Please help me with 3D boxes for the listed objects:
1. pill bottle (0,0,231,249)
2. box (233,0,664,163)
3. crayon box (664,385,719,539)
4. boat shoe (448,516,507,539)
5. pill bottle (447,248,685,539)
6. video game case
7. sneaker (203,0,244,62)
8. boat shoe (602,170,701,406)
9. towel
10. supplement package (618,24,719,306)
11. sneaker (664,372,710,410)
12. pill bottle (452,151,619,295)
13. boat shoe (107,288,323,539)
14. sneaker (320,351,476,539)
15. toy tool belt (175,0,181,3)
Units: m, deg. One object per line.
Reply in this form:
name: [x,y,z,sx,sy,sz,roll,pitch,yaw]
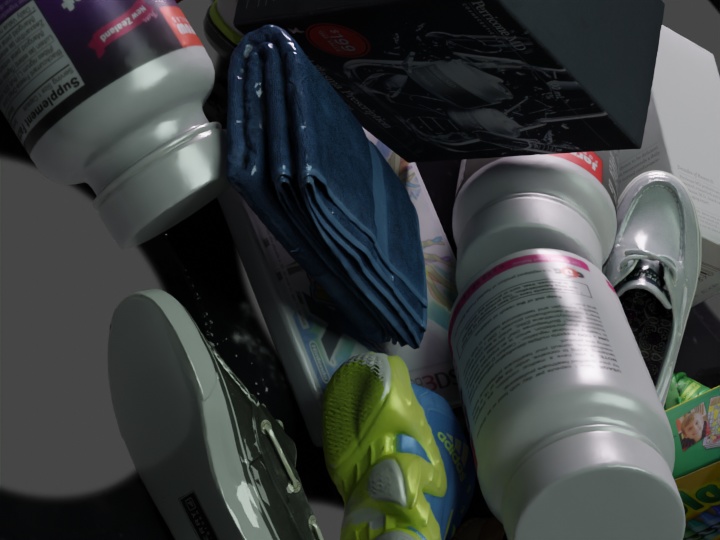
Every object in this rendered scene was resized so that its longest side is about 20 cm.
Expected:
pill bottle: [-0.147,-0.118,0.770,0.201,0.111,0.111,58,39,0]
box: [0.058,-0.156,0.871,0.199,0.180,0.106,32,64,-48]
crayon box: [0.221,0.157,0.903,0.171,0.199,0.059,31,46,-28]
boat shoe: [0.084,0.235,0.809,0.075,0.072,0.203,7,60,-43]
pill bottle: [0.117,0.085,0.832,0.113,0.113,0.201,36,22,-24]
video game case: [0.000,0.000,0.917,0.181,0.022,0.202,-9,71,-49]
sneaker: [-0.027,-0.196,0.958,0.071,0.083,0.200,38,39,6]
boat shoe: [0.194,0.022,0.971,0.069,0.072,0.204,10,74,8]
towel: [-0.011,-0.044,0.820,0.200,0.048,0.113,49,31,-52]
supplement package: [0.225,-0.079,1.132,0.116,0.116,0.203,17,55,-38]
sneaker: [0.210,0.087,1.031,0.201,0.083,0.074,57,39,0]
pill bottle: [0.123,-0.057,0.997,0.114,0.114,0.201,39,36,-21]
boat shoe: [-0.069,0.102,0.745,0.063,0.070,0.202,-21,89,-50]
sneaker: [0.032,0.149,0.805,0.104,0.075,0.203,19,64,-47]
toy tool belt: [-0.114,-0.255,0.872,0.201,0.123,0.124,-70,157,-53]
